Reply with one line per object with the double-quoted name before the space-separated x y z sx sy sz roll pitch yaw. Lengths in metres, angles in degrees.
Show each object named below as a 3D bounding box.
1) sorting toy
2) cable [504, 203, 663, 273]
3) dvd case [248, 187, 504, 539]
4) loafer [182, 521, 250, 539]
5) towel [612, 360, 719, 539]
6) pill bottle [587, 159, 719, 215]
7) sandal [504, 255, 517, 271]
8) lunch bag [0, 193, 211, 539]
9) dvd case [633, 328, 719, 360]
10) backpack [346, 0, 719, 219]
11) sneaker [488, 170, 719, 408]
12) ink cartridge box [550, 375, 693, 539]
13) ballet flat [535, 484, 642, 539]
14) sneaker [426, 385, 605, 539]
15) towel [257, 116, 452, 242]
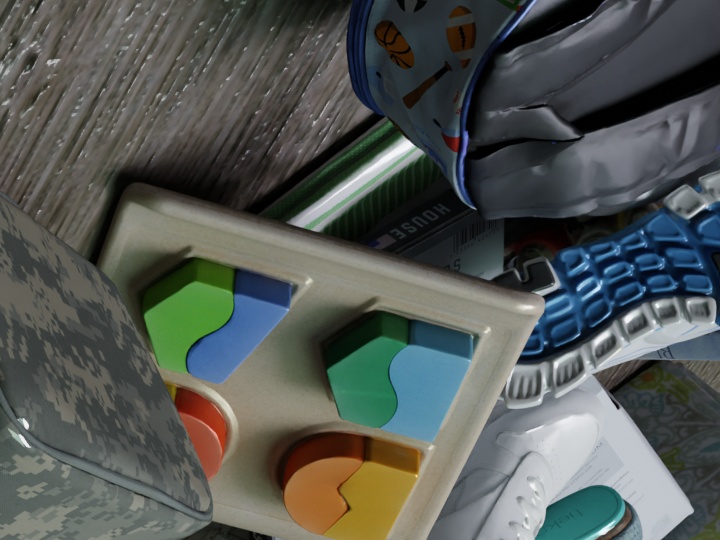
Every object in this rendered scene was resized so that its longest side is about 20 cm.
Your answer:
"sorting toy" -0.037 0.056 1.218 0.185 0.037 0.200 16 135 -10
"cable" 0.124 -0.026 1.406 0.097 0.050 0.200 -22 179 22
"dvd case" 0.008 0.066 1.337 0.150 0.025 0.200 -30 137 -30
"loafer" -0.072 0.147 1.386 0.200 0.070 0.070 -42 151 11
"towel" 0.168 0.154 1.663 0.200 0.171 0.048 -36 133 -13
"pill bottle" 0.169 -0.095 1.322 0.200 0.113 0.113 -19 147 -41
"sandal" 0.145 -0.002 1.496 0.200 0.075 0.048 -32 172 -21
"lunch bag" -0.173 0.067 1.039 0.168 0.139 0.200 -29 157 10
"dvd case" 0.169 0.001 1.364 0.143 0.200 0.018 -38 115 -37
"backpack" 0.082 -0.122 1.102 0.190 0.154 0.200 -40 151 -26
"sneaker" 0.133 0.004 1.277 0.200 0.075 0.087 -17 178 -2
"ink cartridge box" 0.064 0.138 1.563 0.200 0.084 0.176 -41 140 -3
"ballet flat" 0.052 0.175 1.402 0.200 0.074 0.074 -20 153 -4
"sneaker" 0.057 0.137 1.346 0.200 0.100 0.075 -41 141 -20
"towel" 0.000 0.000 1.333 0.153 0.023 0.200 -39 156 -9
